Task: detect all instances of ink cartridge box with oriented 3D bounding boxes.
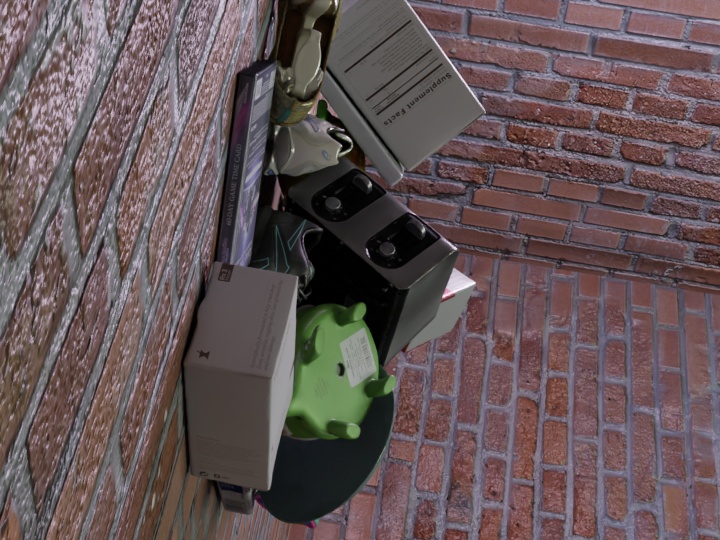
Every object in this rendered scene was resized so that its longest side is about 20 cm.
[{"bbox_3d":[-0.127,0.161,1.563,0.200,0.040,0.201,95,5,-68],"label":"ink cartridge box"},{"bbox_3d":[0.030,0.008,1.811,0.145,0.199,0.084,-21,142,-58],"label":"ink cartridge box"}]

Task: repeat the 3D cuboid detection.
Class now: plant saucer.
[{"bbox_3d":[-0.029,0.191,1.493,0.039,0.200,0.202,39,45,-34],"label":"plant saucer"}]

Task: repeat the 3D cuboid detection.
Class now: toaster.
[{"bbox_3d":[0.000,0.000,1.536,0.118,0.181,0.201,-37,157,-33],"label":"toaster"}]

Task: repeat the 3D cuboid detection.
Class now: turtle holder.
[{"bbox_3d":[-0.063,0.120,1.420,0.141,0.131,0.186,53,46,-34],"label":"turtle holder"}]

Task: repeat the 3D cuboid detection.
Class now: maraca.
[{"bbox_3d":[-0.047,-0.127,1.625,0.200,0.106,0.138,85,8,-79],"label":"maraca"}]

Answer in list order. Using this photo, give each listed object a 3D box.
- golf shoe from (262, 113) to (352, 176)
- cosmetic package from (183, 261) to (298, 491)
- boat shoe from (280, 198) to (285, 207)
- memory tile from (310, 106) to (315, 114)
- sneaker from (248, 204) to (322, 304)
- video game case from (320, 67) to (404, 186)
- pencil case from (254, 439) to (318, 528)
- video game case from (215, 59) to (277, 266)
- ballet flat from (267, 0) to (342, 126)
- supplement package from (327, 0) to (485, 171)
[{"bbox_3d":[-0.057,-0.133,1.457,0.200,0.096,0.079,-82,179,-75],"label":"golf shoe"},{"bbox_3d":[-0.106,0.097,1.217,0.201,0.080,0.113,99,3,-55],"label":"cosmetic package"},{"bbox_3d":[-0.090,-0.053,1.845,0.063,0.073,0.200,-32,160,-24],"label":"boat shoe"},{"bbox_3d":[-0.073,-0.227,1.803,0.200,0.017,0.154,-78,177,-57],"label":"memory tile"},{"bbox_3d":[-0.090,0.014,1.386,0.076,0.079,0.201,97,3,-52],"label":"sneaker"},{"bbox_3d":[-0.013,-0.193,1.637,0.023,0.200,0.182,-36,-175,7],"label":"video game case"},{"bbox_3d":[-0.050,0.197,1.595,0.088,0.088,0.201,95,17,-69],"label":"pencil case"},{"bbox_3d":[-0.106,-0.090,1.266,0.143,0.019,0.202,-74,174,-76],"label":"video game case"},{"bbox_3d":[-0.052,-0.241,1.356,0.071,0.070,0.201,94,9,-76],"label":"ballet flat"},{"bbox_3d":[0.037,-0.242,1.621,0.200,0.119,0.121,51,6,-20],"label":"supplement package"}]
